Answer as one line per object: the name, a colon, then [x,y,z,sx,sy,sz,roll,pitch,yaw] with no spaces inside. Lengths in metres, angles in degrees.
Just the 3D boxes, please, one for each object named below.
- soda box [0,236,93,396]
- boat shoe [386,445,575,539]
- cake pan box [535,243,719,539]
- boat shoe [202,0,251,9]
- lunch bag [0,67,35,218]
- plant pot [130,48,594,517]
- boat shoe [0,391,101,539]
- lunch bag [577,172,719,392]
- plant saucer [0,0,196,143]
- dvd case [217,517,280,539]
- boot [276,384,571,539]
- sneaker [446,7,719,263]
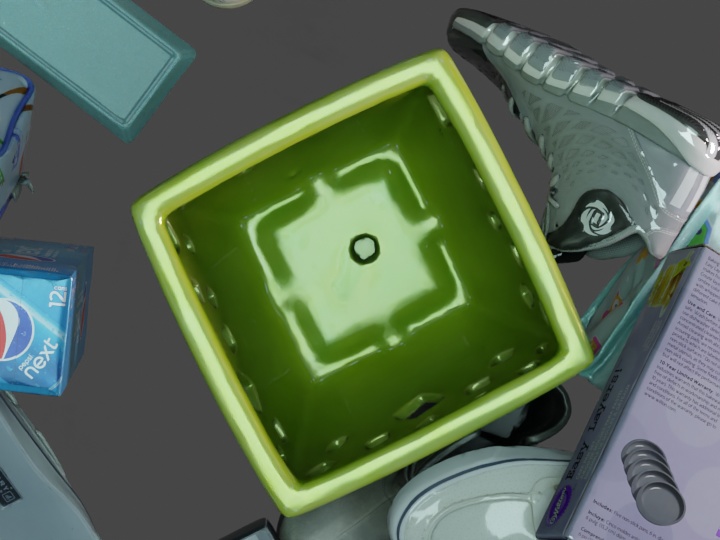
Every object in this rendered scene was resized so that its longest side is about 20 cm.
soda box: [-0.189,0.023,1.667,0.064,0.200,0.068,6,95,-2]
boat shoe: [0.116,0.144,1.638,0.199,0.070,0.071,1,115,-17]
cake pan box: [0.220,0.112,1.618,0.199,0.052,0.185,29,79,-14]
boat shoe: [-0.028,-0.233,1.713,0.074,0.069,0.200,38,93,-4]
lunch bag: [-0.282,-0.078,1.683,0.199,0.160,0.076,12,114,-2]
plant pot: [0.000,0.000,1.679,0.199,0.181,0.200,-26,95,2]
boat shoe: [-0.203,0.124,1.743,0.073,0.065,0.201,-20,117,5]
lunch bag: [0.243,0.018,1.717,0.170,0.122,0.200,35,99,-3]
plant saucer: [-0.195,-0.161,1.742,0.200,0.019,0.070,37,94,-5]
dvd case: [-0.109,0.254,1.758,0.199,0.025,0.151,-27,105,6]
boot: [0.031,0.118,1.715,0.200,0.131,0.068,-39,94,2]
sneaker: [0.108,-0.068,1.695,0.200,0.075,0.116,32,102,35]
